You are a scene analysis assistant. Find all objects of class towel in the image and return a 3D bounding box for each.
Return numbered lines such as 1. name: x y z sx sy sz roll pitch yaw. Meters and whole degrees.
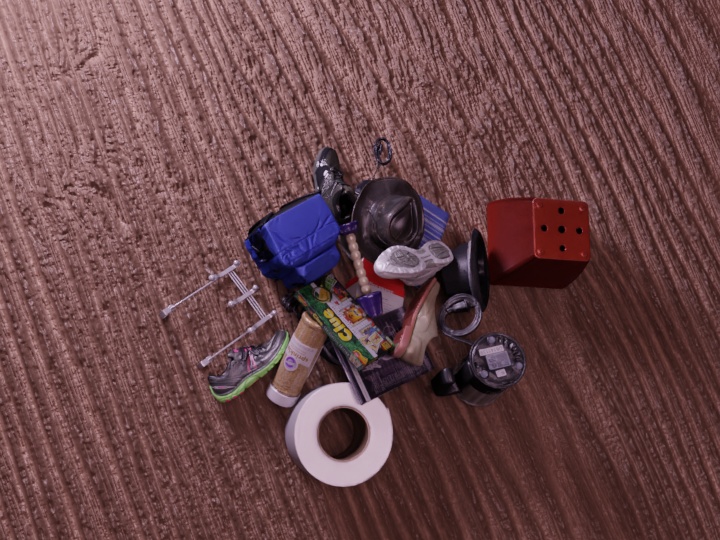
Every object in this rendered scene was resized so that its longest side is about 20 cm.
1. towel: 0.109 -0.078 1.632 0.145 0.024 0.200 31 68 -17

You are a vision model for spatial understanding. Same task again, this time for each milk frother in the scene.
1. milk frother: 0.241 0.172 1.578 0.180 0.188 0.200 5 68 -4

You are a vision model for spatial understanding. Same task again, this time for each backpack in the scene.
1. backpack: -0.146 -0.049 1.519 0.162 0.200 0.168 -26 95 -25

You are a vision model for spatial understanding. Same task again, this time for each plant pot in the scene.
1. plant pot: 0.415 -0.075 1.669 0.200 0.176 0.200 3 79 -13

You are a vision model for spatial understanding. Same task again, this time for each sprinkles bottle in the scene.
1. sprinkles bottle: -0.125 0.180 1.501 0.068 0.068 0.200 23 108 -8

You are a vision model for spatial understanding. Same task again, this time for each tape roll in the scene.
1. tape roll: -0.047 0.331 1.503 0.203 0.139 0.203 3 79 -14

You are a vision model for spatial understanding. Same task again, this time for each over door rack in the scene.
1. over door rack: -0.292 0.090 1.527 0.200 0.067 0.148 -36 89 -17

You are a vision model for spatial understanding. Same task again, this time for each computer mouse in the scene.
1. computer mouse: 0.030 -0.206 1.641 0.059 0.034 0.200 15 71 7
2. computer mouse: -0.078 0.119 1.577 0.138 0.053 0.200 -31 88 -38

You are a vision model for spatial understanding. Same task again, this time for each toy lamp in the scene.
1. toy lamp: 0.000 0.000 1.510 0.058 0.058 0.200 -19 93 -16

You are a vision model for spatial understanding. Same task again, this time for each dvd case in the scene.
1. dvd case: 0.046 0.169 1.503 0.200 0.016 0.149 -20 80 -37

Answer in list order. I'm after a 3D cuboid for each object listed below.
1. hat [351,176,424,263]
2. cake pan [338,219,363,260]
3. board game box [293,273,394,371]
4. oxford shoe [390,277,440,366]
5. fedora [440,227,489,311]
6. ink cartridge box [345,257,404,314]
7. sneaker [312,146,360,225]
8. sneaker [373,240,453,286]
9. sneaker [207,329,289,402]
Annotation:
1. hat: 0.076 -0.108 1.555 0.200 0.081 0.201 3 84 -28
2. cake pan: 0.041 -0.091 1.654 0.200 0.037 0.200 2 79 -13
3. board game box: -0.032 0.099 1.465 0.200 0.023 0.105 48 46 13
4. oxford shoe: 0.129 0.107 1.527 0.074 0.071 0.200 30 66 -7
5. fedora: 0.228 0.001 1.632 0.092 0.201 0.201 -6 80 17
6. ink cartridge box: 0.025 0.085 1.579 0.116 0.067 0.200 21 60 -21
7. sneaker: -0.047 -0.186 1.599 0.076 0.114 0.200 26 57 -42
8. sneaker: 0.104 0.001 1.544 0.200 0.099 0.078 -8 53 -37
9. sneaker: -0.229 0.185 1.520 0.200 0.077 0.084 -40 95 -18
